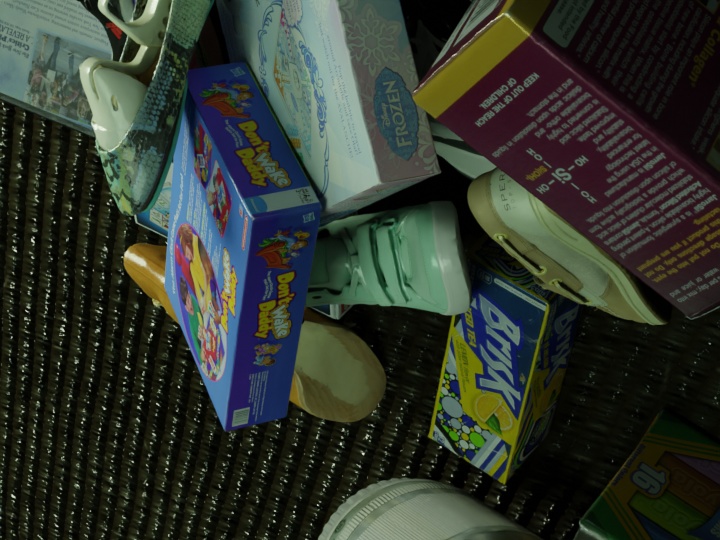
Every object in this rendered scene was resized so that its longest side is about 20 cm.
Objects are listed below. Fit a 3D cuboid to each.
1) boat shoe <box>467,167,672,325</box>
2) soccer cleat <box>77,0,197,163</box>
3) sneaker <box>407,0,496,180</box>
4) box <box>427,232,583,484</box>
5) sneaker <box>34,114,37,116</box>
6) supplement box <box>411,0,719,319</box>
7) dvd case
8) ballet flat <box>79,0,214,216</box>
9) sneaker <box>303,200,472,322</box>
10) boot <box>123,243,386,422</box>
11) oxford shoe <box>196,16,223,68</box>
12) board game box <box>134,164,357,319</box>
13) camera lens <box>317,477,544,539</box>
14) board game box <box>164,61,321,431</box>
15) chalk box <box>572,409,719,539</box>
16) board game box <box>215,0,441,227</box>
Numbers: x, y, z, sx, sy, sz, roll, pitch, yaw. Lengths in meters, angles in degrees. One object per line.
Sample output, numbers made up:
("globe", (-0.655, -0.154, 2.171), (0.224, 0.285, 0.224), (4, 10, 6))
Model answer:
("boat shoe", (0.128, -0.019, 1.029), (0.066, 0.074, 0.200), (-10, 151, 28))
("soccer cleat", (-0.133, -0.159, 1.129), (0.068, 0.073, 0.200), (9, 131, 47))
("sneaker", (0.039, -0.128, 1.067), (0.200, 0.076, 0.115), (18, 134, 39))
("box", (0.102, 0.054, 1.192), (0.070, 0.064, 0.200), (31, 142, 20))
("sneaker", (-0.238, -0.194, 1.227), (0.076, 0.115, 0.200), (31, 147, 54))
("supplement box", (0.151, -0.093, 0.915), (0.200, 0.131, 0.103), (38, 147, -9))
("dvd case", (-0.208, -0.206, 1.175), (0.143, 0.018, 0.200), (22, 105, 13))
("ballet flat", (-0.133, -0.134, 1.051), (0.074, 0.074, 0.200), (18, 93, 32))
("sneaker", (0.000, 0.000, 1.132), (0.200, 0.118, 0.074), (174, 86, -78))
("boot", (-0.080, 0.040, 1.338), (0.201, 0.071, 0.144), (33, 179, -43))
("oxford shoe", (-0.123, -0.094, 1.216), (0.071, 0.074, 0.200), (-20, 94, 38))
("board game box", (-0.091, -0.054, 1.300), (0.200, 0.035, 0.126), (25, 139, 25))
("camera lens", (0.063, 0.249, 1.296), (0.160, 0.160, 0.200), (60, 166, -19))
("board game box", (-0.080, -0.013, 1.115), (0.200, 0.045, 0.135), (101, 150, -47))
("chalk box", (0.243, 0.215, 1.163), (0.200, 0.124, 0.125), (33, 142, 15))
("board game box", (-0.029, -0.134, 1.042), (0.199, 0.043, 0.200), (161, 96, -69))
